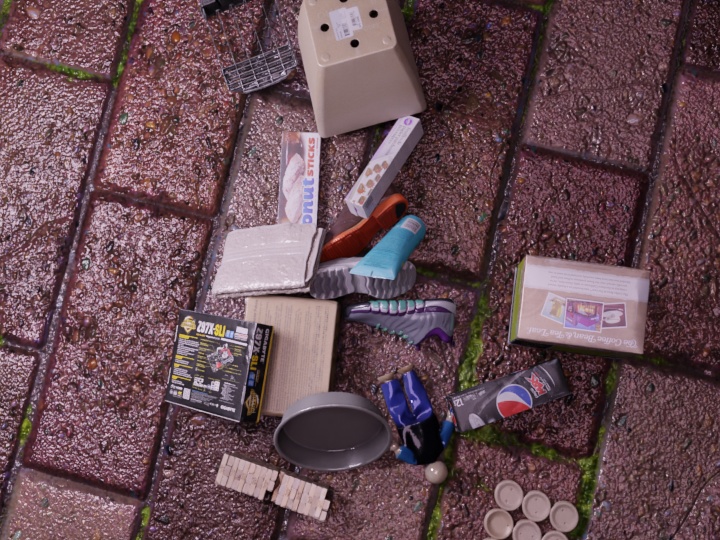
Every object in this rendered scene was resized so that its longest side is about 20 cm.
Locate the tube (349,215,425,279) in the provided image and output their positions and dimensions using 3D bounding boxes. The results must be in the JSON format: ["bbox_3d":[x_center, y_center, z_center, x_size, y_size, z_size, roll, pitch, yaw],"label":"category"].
[{"bbox_3d":[0.054,-0.033,1.565,0.076,0.200,0.052,3,115,23],"label":"tube"}]

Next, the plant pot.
[{"bbox_3d":[-0.007,-0.374,1.595,0.195,0.177,0.204,-14,72,2],"label":"plant pot"}]

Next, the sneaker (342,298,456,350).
[{"bbox_3d":[0.067,0.095,1.612,0.195,0.074,0.090,-2,89,3],"label":"sneaker"}]

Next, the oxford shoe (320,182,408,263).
[{"bbox_3d":[-0.013,-0.082,1.646,0.198,0.071,0.073,-34,61,-2],"label":"oxford shoe"}]

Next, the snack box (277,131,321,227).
[{"bbox_3d":[-0.108,-0.142,1.671,0.070,0.024,0.205,2,84,3],"label":"snack box"}]

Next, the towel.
[{"bbox_3d":[-0.157,-0.017,1.603,0.196,0.035,0.135,-6,52,23],"label":"towel"}]

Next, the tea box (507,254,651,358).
[{"bbox_3d":[0.348,0.063,1.531,0.195,0.197,0.137,7,84,4],"label":"tea box"}]

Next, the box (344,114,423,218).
[{"bbox_3d":[0.042,-0.180,1.623,0.038,0.042,0.202,21,67,27],"label":"box"}]

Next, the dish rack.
[{"bbox_3d":[-0.198,-0.422,1.694,0.150,0.055,0.204,-19,85,3],"label":"dish rack"}]

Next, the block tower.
[{"bbox_3d":[-0.144,0.365,1.607,0.196,0.058,0.055,19,85,4],"label":"block tower"}]

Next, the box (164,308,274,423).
[{"bbox_3d":[-0.240,0.158,1.585,0.197,0.049,0.164,6,83,40],"label":"box"}]

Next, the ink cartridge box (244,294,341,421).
[{"bbox_3d":[-0.122,0.148,1.617,0.161,0.075,0.205,6,85,6],"label":"ink cartridge box"}]

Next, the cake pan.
[{"bbox_3d":[-0.045,0.265,1.555,0.195,0.202,0.037,-6,48,3],"label":"cake pan"}]

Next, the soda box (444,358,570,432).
[{"bbox_3d":[0.245,0.208,1.578,0.196,0.071,0.065,-19,84,-4],"label":"soda box"}]

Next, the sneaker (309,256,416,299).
[{"bbox_3d":[0.000,0.000,1.625,0.195,0.082,0.076,0,112,-14],"label":"sneaker"}]

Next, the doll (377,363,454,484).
[{"bbox_3d":[0.102,0.262,1.601,0.134,0.048,0.204,-19,84,-20],"label":"doll"}]

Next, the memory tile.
[{"bbox_3d":[0.272,0.468,1.585,0.150,0.017,0.204,18,86,6],"label":"memory tile"}]
